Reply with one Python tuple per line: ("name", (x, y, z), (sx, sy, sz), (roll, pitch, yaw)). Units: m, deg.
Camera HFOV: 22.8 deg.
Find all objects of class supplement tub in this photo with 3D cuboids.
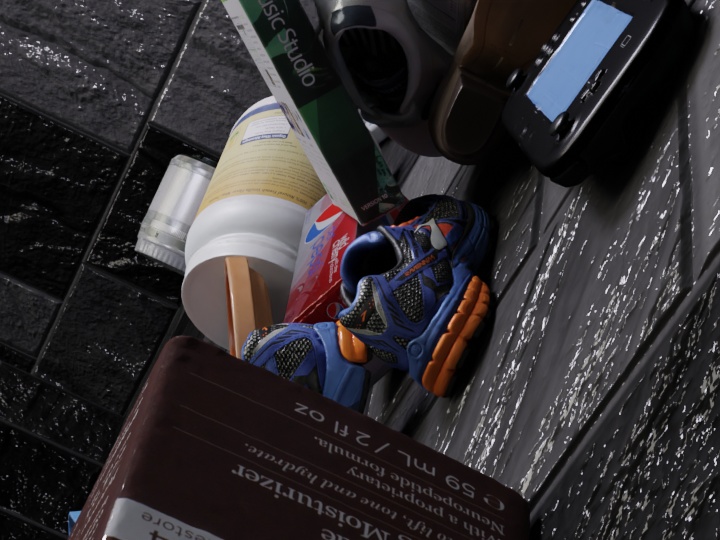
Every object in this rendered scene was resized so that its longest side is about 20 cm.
("supplement tub", (-0.066, -0.037, 1.512), (0.145, 0.144, 0.200), (-57, 11, 45))

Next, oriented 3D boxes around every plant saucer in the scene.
("plant saucer", (-0.081, 0.089, 1.361), (0.200, 0.032, 0.201), (176, 90, -84))

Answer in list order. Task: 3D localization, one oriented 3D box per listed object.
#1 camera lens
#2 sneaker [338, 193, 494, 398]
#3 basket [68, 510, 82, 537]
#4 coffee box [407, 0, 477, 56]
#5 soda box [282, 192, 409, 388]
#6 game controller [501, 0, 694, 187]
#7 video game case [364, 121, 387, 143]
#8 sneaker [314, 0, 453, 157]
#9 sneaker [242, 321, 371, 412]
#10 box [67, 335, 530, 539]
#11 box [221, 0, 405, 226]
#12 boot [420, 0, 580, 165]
("camera lens", (-0.294, -0.095, 3.165), (0.201, 0.160, 0.160), (-66, 8, -5))
("sneaker", (0.029, -0.003, 1.017), (0.076, 0.078, 0.200), (-62, 8, 17))
("basket", (-0.220, 0.296, 1.440), (0.176, 0.139, 0.201), (158, 107, -78))
("coffee box", (0.070, -0.210, 1.126), (0.114, 0.080, 0.200), (-51, -10, -9))
("soda box", (0.000, 0.000, 1.186), (0.063, 0.070, 0.200), (-41, 16, 18))
("game controller", (0.114, -0.101, 0.890), (0.105, 0.042, 0.200), (-63, 8, 11))
("video game case", (0.057, -0.213, 1.700), (0.183, 0.022, 0.200), (-66, 9, -10))
("sneaker", (0.017, -0.119, 1.119), (0.200, 0.073, 0.071), (51, -146, -52))
("sneaker", (-0.050, 0.118, 1.045), (0.075, 0.078, 0.201), (-98, 21, -77))
("box", (-0.044, 0.164, 0.656), (0.165, 0.165, 0.200), (-60, 9, 25))
("box", (-0.041, -0.128, 1.108), (0.036, 0.200, 0.144), (-31, 10, -3))
("boot", (0.101, -0.149, 1.061), (0.200, 0.070, 0.146), (-54, 2, 18))
